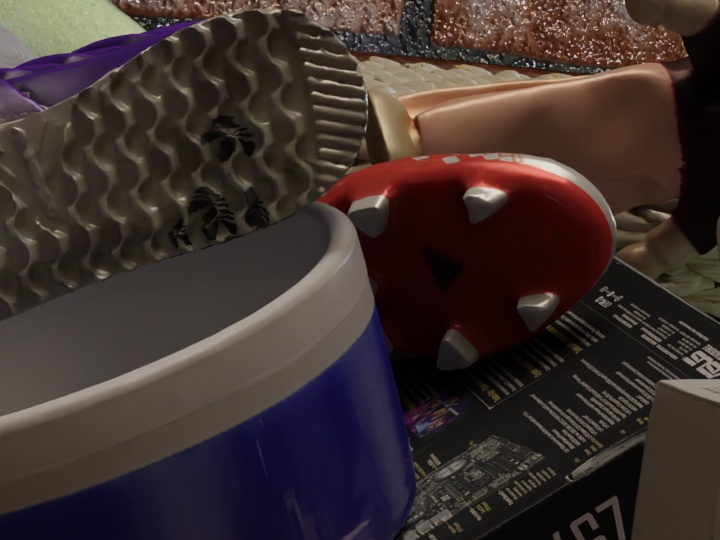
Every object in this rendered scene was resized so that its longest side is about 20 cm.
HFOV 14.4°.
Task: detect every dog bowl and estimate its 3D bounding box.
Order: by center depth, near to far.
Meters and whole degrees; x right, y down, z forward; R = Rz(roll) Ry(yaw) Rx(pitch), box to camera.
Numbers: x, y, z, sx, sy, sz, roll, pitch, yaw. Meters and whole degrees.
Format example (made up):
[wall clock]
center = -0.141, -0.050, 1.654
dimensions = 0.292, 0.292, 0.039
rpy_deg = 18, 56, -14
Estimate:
[dog bowl]
center = -0.088, 0.049, 0.786
dimensions = 0.200, 0.079, 0.200
rpy_deg = -14, 15, 4

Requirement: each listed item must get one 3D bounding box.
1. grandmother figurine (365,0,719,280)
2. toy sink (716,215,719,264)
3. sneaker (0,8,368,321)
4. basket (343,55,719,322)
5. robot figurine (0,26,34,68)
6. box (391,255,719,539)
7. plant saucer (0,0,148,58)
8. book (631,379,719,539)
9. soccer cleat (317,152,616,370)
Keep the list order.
[grandmother figurine]
center = 0.103, -0.049, 0.955
dimensions = 0.200, 0.121, 0.061
rpy_deg = -10, 49, -9
[toy sink]
center = 0.203, 0.065, 0.912
dimensions = 0.130, 0.200, 0.112
rpy_deg = 2, -19, -27
[sneaker]
center = -0.093, -0.025, 0.795
dimensions = 0.200, 0.070, 0.100
rpy_deg = -12, 7, 4
[basket]
center = 0.038, 0.006, 1.086
dimensions = 0.198, 0.161, 0.200
rpy_deg = 5, 8, -4
[robot figurine]
center = -0.185, -0.043, 0.959
dimensions = 0.200, 0.113, 0.170
rpy_deg = 15, -18, -40
[box]
center = 0.031, 0.061, 0.843
dimensions = 0.160, 0.044, 0.200
rpy_deg = -32, 15, -5
[plant saucer]
center = -0.180, -0.042, 1.089
dimensions = 0.200, 0.200, 0.048
rpy_deg = 38, 23, -43
[book]
center = 0.150, 0.092, 0.720
dimensions = 0.200, 0.134, 0.048
rpy_deg = 0, 13, -32
[soccer cleat]
center = 0.000, 0.000, 0.892
dimensions = 0.200, 0.069, 0.085
rpy_deg = -23, 14, 37
